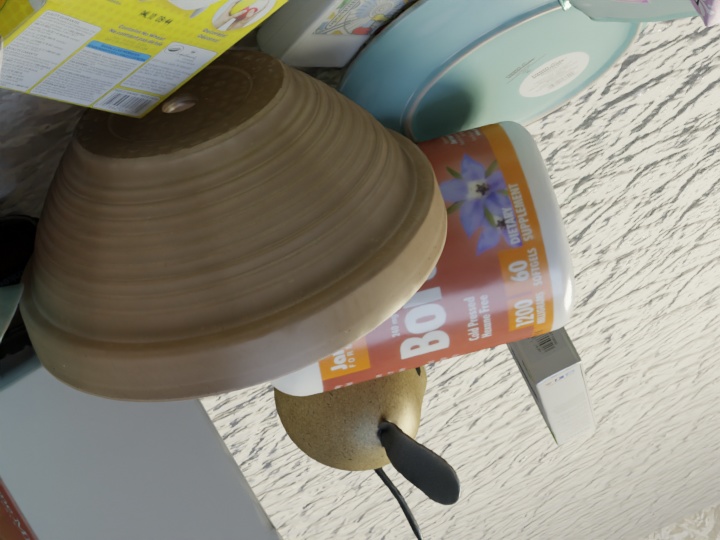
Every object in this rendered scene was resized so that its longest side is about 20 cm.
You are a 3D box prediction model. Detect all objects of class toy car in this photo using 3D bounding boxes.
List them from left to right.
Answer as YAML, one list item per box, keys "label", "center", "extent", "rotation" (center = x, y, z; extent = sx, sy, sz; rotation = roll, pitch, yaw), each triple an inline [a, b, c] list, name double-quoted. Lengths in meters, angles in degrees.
- label: "toy car"
  center: [0.008, 0.054, 1.100]
  extent: [0.158, 0.200, 0.164]
  rotation: [-21, 161, -16]

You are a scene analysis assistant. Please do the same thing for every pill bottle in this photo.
- label: "pill bottle"
  center: [0.000, 0.000, 0.974]
  extent: [0.200, 0.112, 0.112]
  rotation: [-15, 160, -4]

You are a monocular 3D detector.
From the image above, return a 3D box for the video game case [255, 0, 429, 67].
- label: "video game case"
  center: [0.073, -0.160, 0.898]
  extent: [0.182, 0.023, 0.200]
  rotation: [-6, 152, -47]

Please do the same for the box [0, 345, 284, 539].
- label: "box"
  center: [-0.143, 0.109, 0.999]
  extent: [0.106, 0.152, 0.200]
  rotation: [-32, -173, -19]

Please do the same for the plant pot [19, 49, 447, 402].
- label: "plant pot"
  center: [-0.067, -0.036, 0.860]
  extent: [0.201, 0.201, 0.093]
  rotation: [-23, 122, -10]

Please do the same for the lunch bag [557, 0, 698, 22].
- label: "lunch bag"
  center: [0.135, -0.182, 0.748]
  extent: [0.200, 0.122, 0.170]
  rotation: [-42, 158, 16]

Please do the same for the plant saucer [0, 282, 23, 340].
- label: "plant saucer"
  center: [-0.212, 0.084, 0.829]
  extent: [0.201, 0.039, 0.201]
  rotation: [-56, -169, 18]

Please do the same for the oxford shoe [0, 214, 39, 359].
- label: "oxford shoe"
  center: [-0.233, 0.029, 0.923]
  extent: [0.200, 0.073, 0.084]
  rotation: [-35, 161, -14]

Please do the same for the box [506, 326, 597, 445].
- label: "box"
  center: [0.105, 0.028, 1.250]
  extent: [0.036, 0.144, 0.200]
  rotation: [-26, 162, 1]

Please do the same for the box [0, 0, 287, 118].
- label: "box"
  center: [-0.059, -0.139, 0.741]
  extent: [0.200, 0.048, 0.117]
  rotation: [-33, 160, 24]

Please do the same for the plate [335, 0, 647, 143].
- label: "plate"
  center: [0.079, -0.108, 0.974]
  extent: [0.200, 0.026, 0.200]
  rotation: [-24, 161, -9]

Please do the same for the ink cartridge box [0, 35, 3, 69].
- label: "ink cartridge box"
  center: [-0.211, -0.014, 0.662]
  extent: [0.145, 0.085, 0.200]
  rotation: [-10, 137, -27]

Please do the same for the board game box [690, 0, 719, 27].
- label: "board game box"
  center: [0.075, -0.198, 0.520]
  extent: [0.043, 0.200, 0.199]
  rotation: [-26, 161, -8]
